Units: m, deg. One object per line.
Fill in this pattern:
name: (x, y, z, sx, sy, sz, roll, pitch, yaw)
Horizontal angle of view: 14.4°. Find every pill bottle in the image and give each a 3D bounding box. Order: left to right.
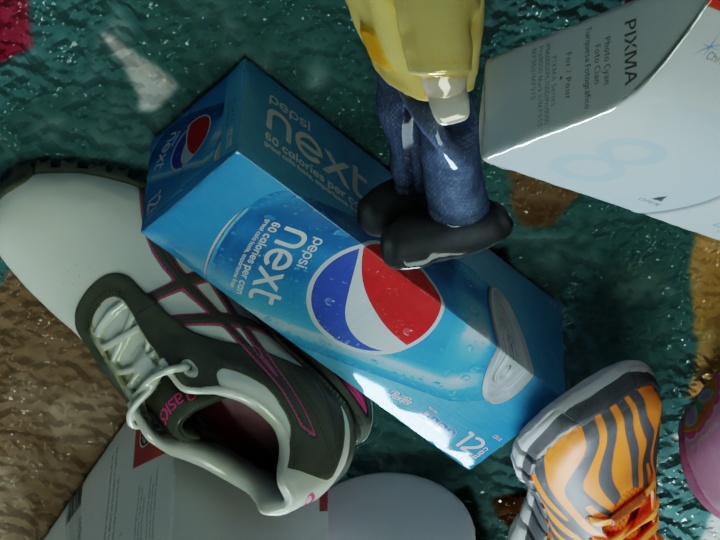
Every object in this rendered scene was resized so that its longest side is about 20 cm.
pill bottle: (0.016, 0.199, 1.390, 0.113, 0.113, 0.200, -2, 130, 2)

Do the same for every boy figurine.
boy figurine: (0.016, -0.099, 1.139, 0.064, 0.124, 0.200, -19, 123, -8)

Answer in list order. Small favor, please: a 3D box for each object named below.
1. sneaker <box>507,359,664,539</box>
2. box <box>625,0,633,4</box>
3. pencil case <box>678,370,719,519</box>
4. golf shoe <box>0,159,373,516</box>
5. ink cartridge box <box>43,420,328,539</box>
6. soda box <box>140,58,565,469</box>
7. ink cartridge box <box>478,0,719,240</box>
sneaker: (0.126, 0.121, 1.290, 0.078, 0.112, 0.200, -30, 156, -11)
box: (0.199, -0.153, 1.106, 0.200, 0.100, 0.096, -1, 129, 1)
pencil case: (0.231, 0.042, 1.277, 0.087, 0.087, 0.200, 30, 124, -22)
golf shoe: (-0.084, 0.027, 1.247, 0.200, 0.088, 0.077, 36, 118, -1)
ink cartridge box: (-0.096, 0.157, 1.336, 0.083, 0.147, 0.200, 23, 127, -19)
soda box: (0.000, 0.000, 1.254, 0.200, 0.068, 0.064, 36, 121, -26)
ink cartridge box: (0.170, -0.065, 1.084, 0.160, 0.047, 0.200, 17, 157, -38)
